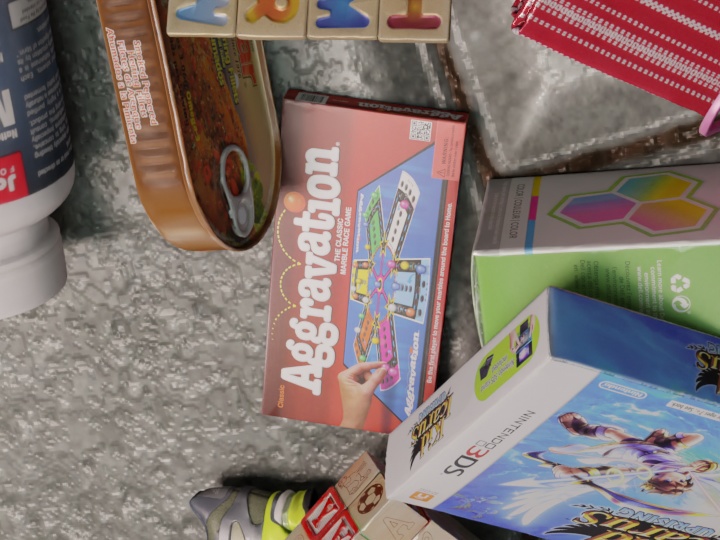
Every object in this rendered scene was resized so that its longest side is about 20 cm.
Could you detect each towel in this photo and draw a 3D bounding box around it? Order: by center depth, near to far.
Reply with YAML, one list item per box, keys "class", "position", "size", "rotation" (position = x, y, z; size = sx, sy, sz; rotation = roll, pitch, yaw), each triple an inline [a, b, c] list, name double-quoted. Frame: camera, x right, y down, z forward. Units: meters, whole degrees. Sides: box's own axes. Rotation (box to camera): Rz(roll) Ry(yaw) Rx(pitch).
- class: "towel"
  position: [0.174, -0.178, 0.802]
  size: [0.144, 0.022, 0.200]
  rotation: [18, 116, -32]

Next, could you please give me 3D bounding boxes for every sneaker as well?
- class: "sneaker"
  position: [-0.079, 0.217, 1.045]
  size: [0.081, 0.074, 0.200]
  rotation: [15, 109, 10]

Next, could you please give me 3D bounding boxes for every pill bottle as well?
- class: "pill bottle"
  position: [-0.218, -0.079, 0.899]
  size: [0.119, 0.120, 0.200]
  rotation: [-2, 115, 11]

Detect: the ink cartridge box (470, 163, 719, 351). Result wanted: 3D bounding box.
- class: "ink cartridge box"
  position: [0.162, -0.010, 0.874]
  size: [0.200, 0.104, 0.059]
  rotation: [-3, 115, 11]

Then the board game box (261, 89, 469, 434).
- class: "board game box"
  position: [0.000, 0.000, 0.953]
  size: [0.103, 0.019, 0.200]
  rotation: [8, 116, 7]

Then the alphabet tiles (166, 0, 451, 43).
- class: "alphabet tiles"
  position: [-0.021, -0.189, 0.783]
  size: [0.200, 0.006, 0.167]
  rotation: [2, 82, 7]

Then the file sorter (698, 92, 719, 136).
- class: "file sorter"
  position: [0.277, -0.066, 0.773]
  size: [0.200, 0.125, 0.139]
  rotation: [37, 112, 14]

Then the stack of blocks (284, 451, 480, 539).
- class: "stack of blocks"
  position: [0.042, 0.213, 0.989]
  size: [0.200, 0.059, 0.115]
  rotation: [41, 94, -25]

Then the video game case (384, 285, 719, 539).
- class: "video game case"
  position: [0.140, 0.093, 0.886]
  size: [0.200, 0.046, 0.181]
  rotation: [17, 146, -18]

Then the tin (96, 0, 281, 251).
- class: "tin"
  position: [-0.087, -0.107, 0.862]
  size: [0.042, 0.112, 0.200]
  rotation: [-2, 106, 27]
